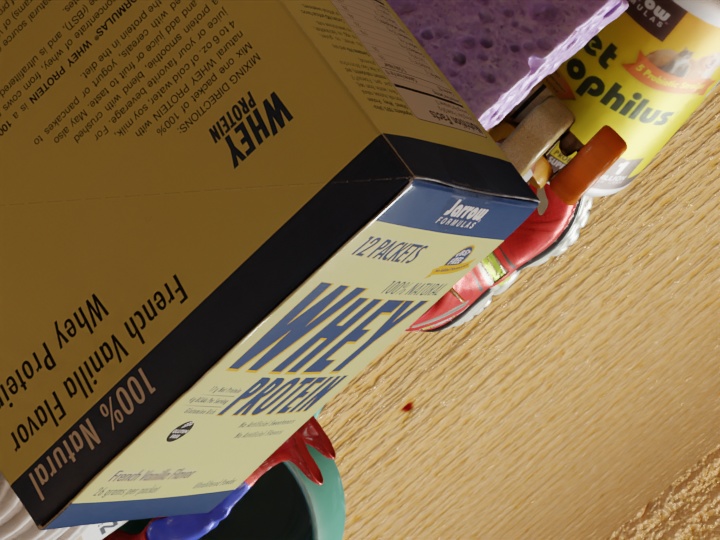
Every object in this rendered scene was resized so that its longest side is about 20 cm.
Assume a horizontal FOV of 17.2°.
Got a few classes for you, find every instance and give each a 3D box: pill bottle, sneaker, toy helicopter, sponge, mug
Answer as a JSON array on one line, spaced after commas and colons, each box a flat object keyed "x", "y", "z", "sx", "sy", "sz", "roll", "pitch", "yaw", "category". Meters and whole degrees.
[{"x": 0.157, "y": -0.140, "z": 1.301, "sx": 0.109, "sy": 0.110, "sz": 0.200, "roll": -19, "pitch": 155, "yaw": -47, "category": "pill bottle"}, {"x": 0.073, "y": -0.021, "z": 1.508, "sx": 0.085, "sy": 0.077, "sz": 0.200, "roll": -11, "pitch": 148, "yaw": -46, "category": "sneaker"}, {"x": 0.052, "y": -0.031, "z": 1.225, "sx": 0.132, "sy": 0.079, "sz": 0.200, "roll": -46, "pitch": 178, "yaw": 25, "category": "toy helicopter"}, {"x": 0.016, "y": -0.101, "z": 1.113, "sx": 0.200, "sy": 0.112, "sz": 0.030, "roll": -41, "pitch": 165, "yaw": 13, "category": "sponge"}, {"x": -0.072, "y": 0.147, "z": 1.494, "sx": 0.184, "sy": 0.153, "sz": 0.114, "roll": -23, "pitch": -177, "yaw": 15, "category": "mug"}]

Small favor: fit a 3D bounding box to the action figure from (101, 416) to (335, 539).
[{"x": -0.095, "y": 0.173, "z": 1.409, "sx": 0.199, "sy": 0.100, "sz": 0.065, "roll": -28, "pitch": -172, "yaw": 17, "category": "action figure"}]

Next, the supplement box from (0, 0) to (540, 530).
[{"x": -0.078, "y": -0.041, "z": 0.922, "sx": 0.200, "sy": 0.200, "sz": 0.134, "roll": -43, "pitch": 162, "yaw": 17, "category": "supplement box"}]

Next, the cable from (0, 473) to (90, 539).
[{"x": -0.198, "y": 0.073, "z": 1.081, "sx": 0.199, "sy": 0.070, "sz": 0.200, "roll": 24, "pitch": 127, "yaw": -37, "category": "cable"}]

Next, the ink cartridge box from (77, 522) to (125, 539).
[{"x": -0.120, "y": 0.067, "z": 1.342, "sx": 0.199, "sy": 0.075, "sz": 0.165, "roll": -35, "pitch": 162, "yaw": -11, "category": "ink cartridge box"}]
